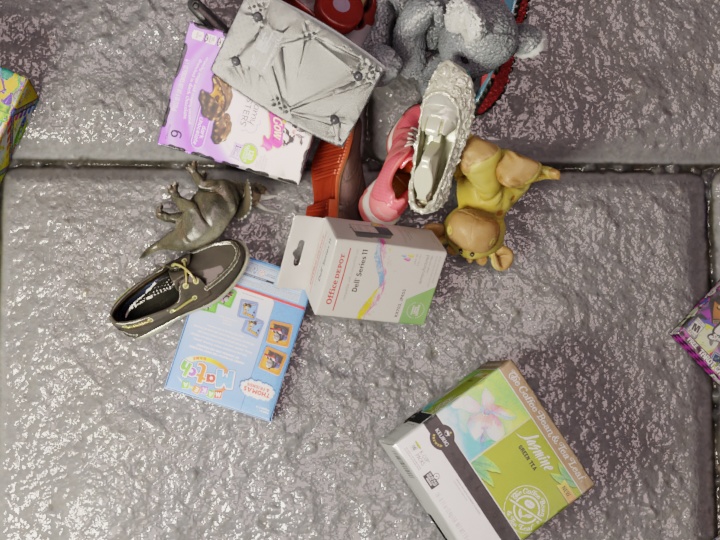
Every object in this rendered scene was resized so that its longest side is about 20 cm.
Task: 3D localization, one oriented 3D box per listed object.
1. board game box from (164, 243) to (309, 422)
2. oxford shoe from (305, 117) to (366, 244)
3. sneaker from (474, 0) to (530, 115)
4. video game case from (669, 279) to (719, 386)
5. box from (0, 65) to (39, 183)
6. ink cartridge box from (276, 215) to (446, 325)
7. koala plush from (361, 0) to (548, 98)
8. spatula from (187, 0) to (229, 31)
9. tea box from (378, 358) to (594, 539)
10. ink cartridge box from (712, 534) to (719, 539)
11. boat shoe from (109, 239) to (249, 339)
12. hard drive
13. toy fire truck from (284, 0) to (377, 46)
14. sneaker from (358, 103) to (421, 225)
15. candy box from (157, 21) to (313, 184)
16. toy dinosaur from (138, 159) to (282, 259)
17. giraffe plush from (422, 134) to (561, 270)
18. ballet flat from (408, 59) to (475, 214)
[{"bbox_3d":[-0.161,0.084,1.673,0.150,0.037,0.202,18,82,-5],"label":"board game box"},{"bbox_3d":[-0.024,-0.120,1.705,0.072,0.071,0.202,20,77,-35],"label":"oxford shoe"},{"bbox_3d":[0.170,-0.317,1.746,0.095,0.079,0.202,17,89,22],"label":"sneaker"},{"bbox_3d":[0.568,0.097,1.768,0.181,0.036,0.200,-44,91,-10],"label":"video game case"},{"bbox_3d":[-0.550,-0.190,1.604,0.198,0.122,0.194,24,82,-5],"label":"box"},{"bbox_3d":[0.000,0.000,1.640,0.198,0.067,0.118,6,117,-20],"label":"ink cartridge box"},{"bbox_3d":[0.127,-0.309,1.612,0.176,0.199,0.186,12,91,-38],"label":"koala plush"},{"bbox_3d":[-0.162,-0.302,1.715,0.200,0.021,0.057,43,87,-1],"label":"spatula"},{"bbox_3d":[0.164,0.253,1.651,0.196,0.134,0.201,-35,90,-10],"label":"tea box"},{"bbox_3d":[0.531,0.416,1.727,0.199,0.050,0.110,-30,89,-8],"label":"ink cartridge box"},{"bbox_3d":[-0.236,0.022,1.629,0.200,0.061,0.072,-34,70,6],"label":"boat shoe"},{"bbox_3d":[-0.078,-0.261,1.596,0.199,0.042,0.136,30,112,-1],"label":"hard drive"},{"bbox_3d":[-0.048,-0.391,1.704,0.199,0.112,0.169,36,63,-4],"label":"toy fire truck"},{"bbox_3d":[0.070,-0.146,1.682,0.073,0.087,0.201,30,64,-13],"label":"sneaker"},{"bbox_3d":[-0.154,-0.222,1.672,0.198,0.072,0.170,16,93,-5],"label":"candy box"},{"bbox_3d":[-0.210,-0.077,1.656,0.200,0.077,0.102,-41,74,-17],"label":"toy dinosaur"},{"bbox_3d":[0.159,-0.090,1.681,0.172,0.199,0.164,26,99,30],"label":"giraffe plush"},{"bbox_3d":[0.098,-0.159,1.564,0.071,0.072,0.202,6,115,-7],"label":"ballet flat"}]
